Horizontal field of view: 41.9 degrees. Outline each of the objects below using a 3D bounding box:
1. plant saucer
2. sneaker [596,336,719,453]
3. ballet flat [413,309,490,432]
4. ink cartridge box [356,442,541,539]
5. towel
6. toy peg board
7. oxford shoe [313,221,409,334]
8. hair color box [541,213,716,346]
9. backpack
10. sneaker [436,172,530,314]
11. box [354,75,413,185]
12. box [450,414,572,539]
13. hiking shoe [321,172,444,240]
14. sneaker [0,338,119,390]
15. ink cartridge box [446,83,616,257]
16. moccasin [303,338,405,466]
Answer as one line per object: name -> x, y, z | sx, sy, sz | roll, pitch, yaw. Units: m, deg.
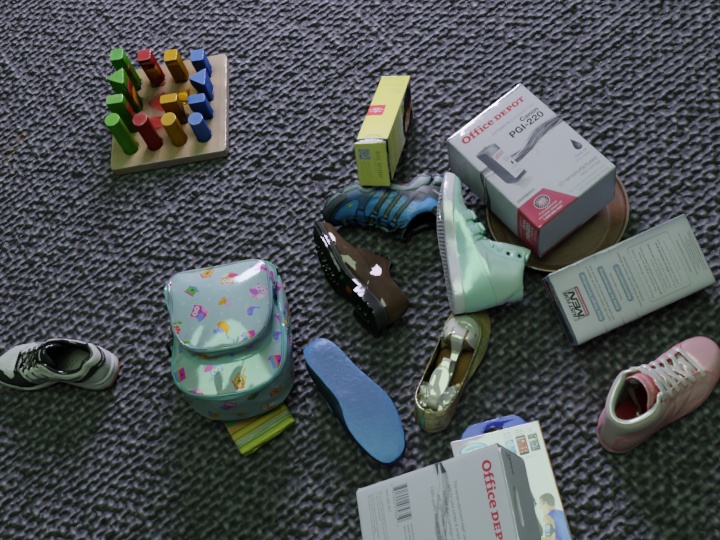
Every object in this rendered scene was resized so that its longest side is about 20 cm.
plant saucer -> 0.279, -0.081, 1.338 | 0.198, 0.037, 0.203 | -5, 61, 10
sneaker -> 0.376, 0.142, 1.164 | 0.199, 0.105, 0.075 | -37, 60, -10
ballet flat -> 0.123, 0.117, 1.251 | 0.070, 0.071, 0.202 | 18, 68, 20
ink cartridge box -> 0.106, 0.309, 1.110 | 0.198, 0.084, 0.147 | -24, 57, 24
towel -> -0.173, 0.159, 1.323 | 0.085, 0.018, 0.201 | -29, 60, -10
toy peg board -> -0.323, -0.280, 1.535 | 0.196, 0.098, 0.202 | -8, 62, 8
oxford shoe -> 0.000, 0.000, 1.346 | 0.084, 0.073, 0.201 | -26, 61, -22
hair color box -> 0.351, 0.014, 1.241 | 0.198, 0.061, 0.100 | -24, 84, -2
backpack -> -0.176, 0.093, 1.268 | 0.173, 0.154, 0.202 | -10, 65, -4
sneaker -> 0.170, -0.042, 1.295 | 0.116, 0.074, 0.203 | -5, 72, -4
box -> 0.038, -0.211, 1.394 | 0.049, 0.076, 0.201 | 3, 40, 14
box -> 0.186, 0.277, 1.170 | 0.118, 0.042, 0.202 | -15, 63, 4
hiking shoe -> 0.041, -0.086, 1.369 | 0.197, 0.075, 0.088 | -10, 60, 7
sneaker -> -0.451, 0.126, 1.358 | 0.197, 0.088, 0.077 | -3, 64, 12
ink cartridge box -> 0.236, -0.143, 1.312 | 0.145, 0.085, 0.200 | -37, 60, -9
moccasin -> -0.002, 0.174, 1.250 | 0.080, 0.068, 0.201 | -28, 62, -12
